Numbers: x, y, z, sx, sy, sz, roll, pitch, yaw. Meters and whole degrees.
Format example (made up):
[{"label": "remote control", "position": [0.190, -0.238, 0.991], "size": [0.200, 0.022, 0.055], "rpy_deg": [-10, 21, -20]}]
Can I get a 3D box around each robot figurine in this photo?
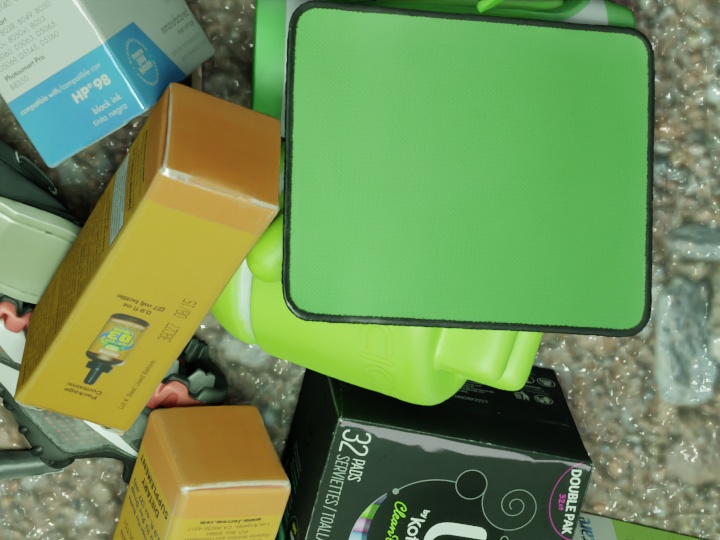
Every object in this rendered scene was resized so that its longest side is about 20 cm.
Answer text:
[{"label": "robot figurine", "position": [0.000, 0.000, 1.517], "size": [0.199, 0.175, 0.116], "rpy_deg": [18, 90, 22]}]

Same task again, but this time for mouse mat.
[{"label": "mouse mat", "position": [0.056, -0.050, 1.449], "size": [0.199, 0.008, 0.162], "rpy_deg": [3, 84, -16]}]

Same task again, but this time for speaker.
[{"label": "speaker", "position": [0.043, -0.107, 1.516], "size": [0.199, 0.089, 0.089], "rpy_deg": [2, 112, -3]}]

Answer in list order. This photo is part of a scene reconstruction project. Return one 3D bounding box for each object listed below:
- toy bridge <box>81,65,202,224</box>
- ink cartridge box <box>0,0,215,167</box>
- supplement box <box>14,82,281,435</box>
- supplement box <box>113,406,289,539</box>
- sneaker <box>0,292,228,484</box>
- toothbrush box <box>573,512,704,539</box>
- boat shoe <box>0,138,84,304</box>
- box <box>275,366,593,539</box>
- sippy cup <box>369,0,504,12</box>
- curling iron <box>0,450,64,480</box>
[{"label": "toy bridge", "position": [-0.119, -0.093, 1.545], "size": [0.067, 0.027, 0.201], "rpy_deg": [4, 111, -5]}, {"label": "ink cartridge box", "position": [-0.167, -0.165, 1.445], "size": [0.067, 0.116, 0.200], "rpy_deg": [-29, 99, 23]}, {"label": "supplement box", "position": [-0.109, -0.002, 1.454], "size": [0.066, 0.069, 0.200], "rpy_deg": [18, 133, -20]}, {"label": "supplement box", "position": [-0.100, 0.170, 1.590], "size": [0.068, 0.067, 0.201], "rpy_deg": [-3, 131, -24]}, {"label": "sneaker", "position": [-0.177, 0.053, 1.578], "size": [0.200, 0.071, 0.098], "rpy_deg": [27, 106, -14]}, {"label": "toothbrush box", "position": [0.184, 0.236, 1.661], "size": [0.199, 0.086, 0.146], "rpy_deg": [14, 110, -6]}, {"label": "boat shoe", "position": [-0.224, -0.053, 1.494], "size": [0.199, 0.066, 0.075], "rpy_deg": [25, 120, -28]}, {"label": "box", "position": [0.027, 0.157, 1.597], "size": [0.148, 0.124, 0.201], "rpy_deg": [10, 110, -11]}, {"label": "sippy cup", "position": [0.012, -0.213, 1.455], "size": [0.139, 0.178, 0.130], "rpy_deg": [17, 125, -39]}, {"label": "curling iron", "position": [-0.267, 0.107, 1.620], "size": [0.199, 0.026, 0.050], "rpy_deg": [3, 115, -4]}]
